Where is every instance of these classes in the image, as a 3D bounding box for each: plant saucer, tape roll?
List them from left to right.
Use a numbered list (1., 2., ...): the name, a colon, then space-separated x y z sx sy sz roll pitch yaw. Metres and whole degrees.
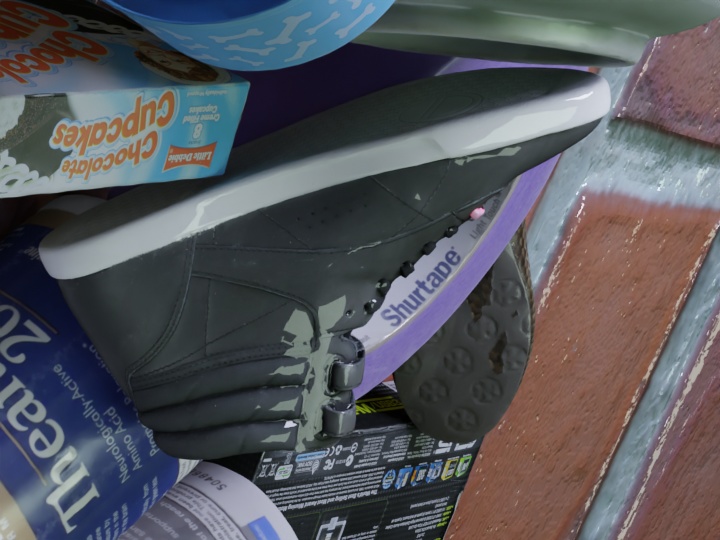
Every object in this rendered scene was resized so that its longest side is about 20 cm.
1. tape roll: -0.004 -0.042 0.962 0.200 0.085 0.200 -43 159 -21
2. plant saucer: 0.042 -0.097 0.800 0.200 0.199 0.051 2 94 -56

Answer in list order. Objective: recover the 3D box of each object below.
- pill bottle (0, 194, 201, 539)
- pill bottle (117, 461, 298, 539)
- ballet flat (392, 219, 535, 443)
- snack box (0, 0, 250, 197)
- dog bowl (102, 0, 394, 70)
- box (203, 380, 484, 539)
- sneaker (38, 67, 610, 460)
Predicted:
1. pill bottle: -0.142 0.072 0.865 0.200 0.111 0.111 -42 145 -28
2. pill bottle: -0.120 0.158 0.969 0.199 0.113 0.114 -21 132 -47
3. ballet flat: 0.047 -0.016 1.114 0.046 0.067 0.201 -82 172 -67
4. snack box: -0.141 -0.061 0.752 0.199 0.116 0.037 -9 122 -53
5. dog bowl: -0.005 -0.142 0.692 0.200 0.111 0.050 -53 153 -11
6. box: -0.033 0.150 1.160 0.200 0.047 0.194 -4 120 -56
7. sneaker: 0.000 0.000 0.830 0.199 0.071 0.100 -20 106 -2
